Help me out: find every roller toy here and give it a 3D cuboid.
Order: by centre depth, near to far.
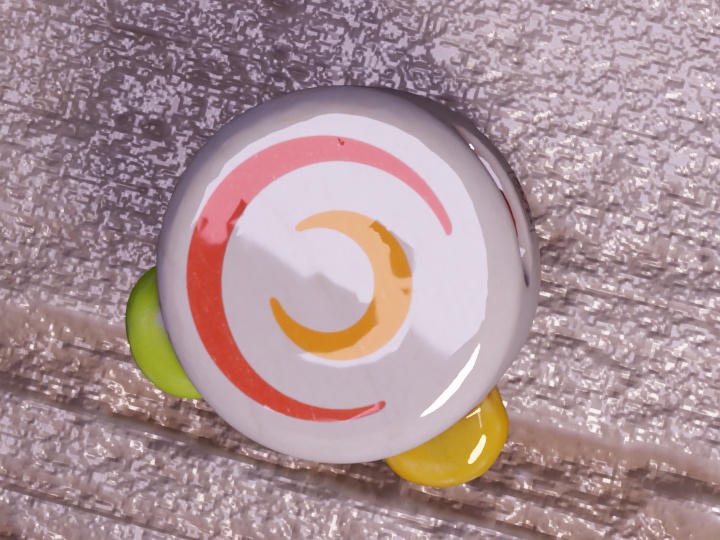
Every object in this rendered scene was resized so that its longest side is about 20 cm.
[{"bbox_3d":[0.000,0.000,1.255,0.199,0.140,0.183,23,97,8],"label":"roller toy"}]
